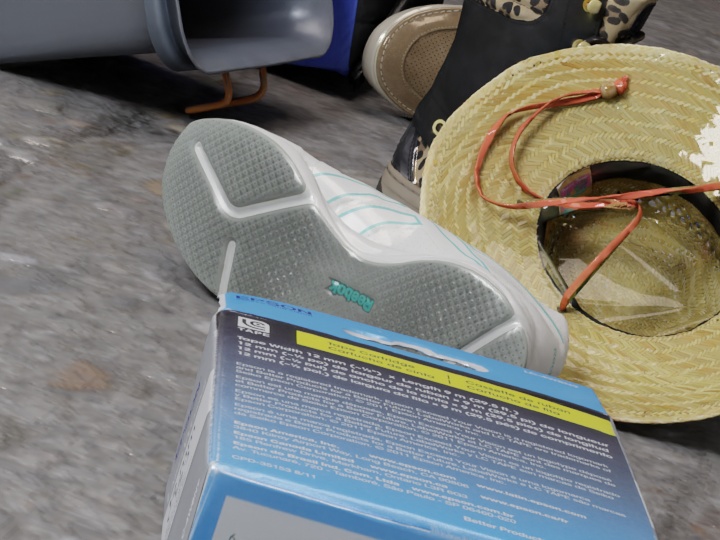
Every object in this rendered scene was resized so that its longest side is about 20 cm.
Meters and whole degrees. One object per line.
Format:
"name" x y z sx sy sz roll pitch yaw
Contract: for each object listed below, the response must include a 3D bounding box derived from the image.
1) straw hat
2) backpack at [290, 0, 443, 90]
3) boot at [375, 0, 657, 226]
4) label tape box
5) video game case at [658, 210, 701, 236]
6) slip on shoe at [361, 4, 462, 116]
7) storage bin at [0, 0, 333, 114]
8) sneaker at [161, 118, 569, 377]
"straw hat" 0.124 -0.001 1.178 0.201 0.201 0.085 22 -27 15
"backpack" -0.025 -0.219 1.656 0.168 0.163 0.200 18 16 17
"boot" 0.111 -0.067 1.283 0.200 0.151 0.073 26 17 30
"label tape box" 0.013 0.075 0.843 0.143 0.066 0.200 16 12 -6
"video game case" 0.224 0.003 1.417 0.200 0.018 0.143 5 19 -37
"slip on shoe" 0.100 -0.106 1.567 0.200 0.076 0.061 19 7 -23
"storage bin" -0.116 -0.155 1.418 0.134 0.146 0.200 -6 6 24
"sneaker" 0.000 0.000 1.103 0.200 0.070 0.080 33 14 25
